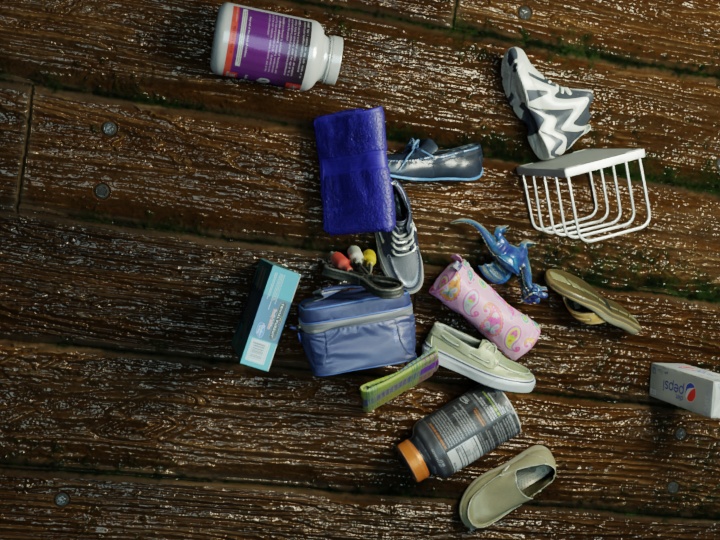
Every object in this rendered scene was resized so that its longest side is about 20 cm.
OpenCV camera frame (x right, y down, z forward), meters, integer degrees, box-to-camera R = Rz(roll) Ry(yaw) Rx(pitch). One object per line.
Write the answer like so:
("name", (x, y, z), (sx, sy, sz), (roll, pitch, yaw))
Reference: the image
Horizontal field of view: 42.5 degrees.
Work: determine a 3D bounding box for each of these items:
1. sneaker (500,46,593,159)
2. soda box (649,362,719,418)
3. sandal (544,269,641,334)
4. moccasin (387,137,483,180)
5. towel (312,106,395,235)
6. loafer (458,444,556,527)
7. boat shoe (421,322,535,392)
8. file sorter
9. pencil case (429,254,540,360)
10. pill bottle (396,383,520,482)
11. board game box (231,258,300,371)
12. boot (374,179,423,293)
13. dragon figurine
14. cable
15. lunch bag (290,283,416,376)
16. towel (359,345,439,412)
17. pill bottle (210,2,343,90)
("sneaker", (0.329, -0.303, 1.577), (0.129, 0.079, 0.200), (-28, 94, -14))
("soda box", (0.579, 0.205, 1.595), (0.068, 0.200, 0.064), (3, 93, -13))
("sandal", (0.401, 0.066, 1.617), (0.200, 0.080, 0.054), (30, 112, -16))
("moccasin", (0.109, -0.189, 1.544), (0.199, 0.080, 0.069), (-3, 109, -24))
("towel", (-0.015, -0.156, 1.485), (0.049, 0.147, 0.201), (-13, 97, -44))
("loafer", (0.258, 0.377, 1.608), (0.200, 0.068, 0.076), (-37, 100, -7))
("boat shoe", (0.202, 0.148, 1.557), (0.199, 0.072, 0.062), (19, 108, 6))
("file sorter", (0.369, -0.127, 1.536), (0.138, 0.200, 0.125), (-14, 100, -10))
("pencil case", (0.212, 0.063, 1.572), (0.200, 0.087, 0.088), (41, 85, -10))
("pill bottle", (0.162, 0.278, 1.564), (0.199, 0.106, 0.107), (-29, 99, -8))
("board game box", (-0.150, 0.064, 1.440), (0.047, 0.200, 0.152), (19, 90, -12))
("boot", (0.062, -0.053, 1.531), (0.072, 0.090, 0.201), (-21, 97, -9))
("dragon figurine", (0.240, -0.018, 1.564), (0.200, 0.059, 0.100), (30, 55, -18))
("cable", (0.000, 0.000, 1.468), (0.097, 0.200, 0.051), (-5, 104, -17))
("lunch bag", (-0.014, 0.087, 1.502), (0.199, 0.136, 0.133), (-9, 95, -9))
("towel", (0.062, 0.178, 1.499), (0.143, 0.200, 0.023), (-29, 75, -5))
("pill bottle", (-0.133, -0.349, 1.462), (0.199, 0.112, 0.113), (9, 92, -11))
